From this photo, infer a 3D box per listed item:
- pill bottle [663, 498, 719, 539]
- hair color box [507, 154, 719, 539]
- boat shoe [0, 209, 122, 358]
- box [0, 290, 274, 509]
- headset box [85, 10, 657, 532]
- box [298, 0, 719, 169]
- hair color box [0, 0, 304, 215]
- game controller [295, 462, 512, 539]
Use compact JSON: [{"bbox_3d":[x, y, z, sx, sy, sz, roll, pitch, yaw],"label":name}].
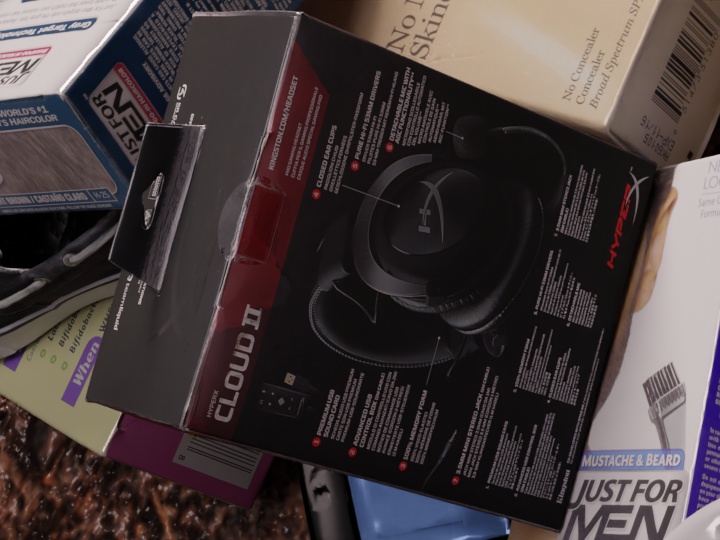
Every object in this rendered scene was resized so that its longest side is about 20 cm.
[{"bbox_3d":[0.170,0.144,0.678,0.110,0.200,0.112,-13,64,29],"label":"pill bottle"},{"bbox_3d":[0.118,0.063,0.810,0.109,0.065,0.201,-11,62,58],"label":"hair color box"},{"bbox_3d":[-0.142,-0.013,0.892,0.199,0.068,0.072,-14,62,37],"label":"boat shoe"},{"bbox_3d":[-0.103,-0.013,0.975,0.199,0.096,0.177,23,87,45],"label":"box"},{"bbox_3d":[0.000,0.000,0.773,0.077,0.199,0.150,9,83,55],"label":"headset box"},{"bbox_3d":[0.058,-0.109,0.895,0.199,0.078,0.095,19,83,38],"label":"box"},{"bbox_3d":[-0.082,-0.111,0.849,0.100,0.061,0.200,-1,43,43],"label":"hair color box"},{"bbox_3d":[0.022,0.061,0.871,0.104,0.042,0.201,-13,85,17],"label":"game controller"}]
